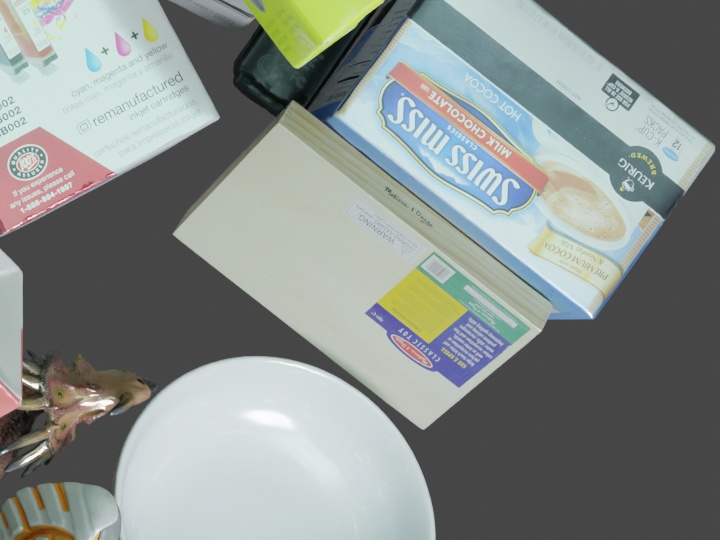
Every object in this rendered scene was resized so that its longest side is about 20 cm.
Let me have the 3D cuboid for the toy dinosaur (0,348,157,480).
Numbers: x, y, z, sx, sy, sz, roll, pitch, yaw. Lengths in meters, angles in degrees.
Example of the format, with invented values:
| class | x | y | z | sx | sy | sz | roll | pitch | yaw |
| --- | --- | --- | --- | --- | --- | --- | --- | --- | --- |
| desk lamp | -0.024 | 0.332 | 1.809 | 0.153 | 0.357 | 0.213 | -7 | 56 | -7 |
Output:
| class | x | y | z | sx | sy | sz | roll | pitch | yaw |
| --- | --- | --- | --- | --- | --- | --- | --- | --- | --- |
| toy dinosaur | -0.224 | 0.104 | 1.626 | 0.200 | 0.135 | 0.086 | -50 | 125 | -10 |

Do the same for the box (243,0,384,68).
| class | x | y | z | sx | sy | sz | roll | pitch | yaw |
| --- | --- | --- | --- | --- | --- | --- | --- | --- | --- |
| box | -0.069 | -0.202 | 1.485 | 0.048 | 0.122 | 0.200 | -37 | 93 | -7 |

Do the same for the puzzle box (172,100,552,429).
| class | x | y | z | sx | sy | sz | roll | pitch | yaw |
| --- | --- | --- | --- | --- | --- | --- | --- | --- | --- |
| puzzle box | 0.000 | 0.000 | 1.698 | 0.200 | 0.133 | 0.025 | 39 | 45 | -9 |

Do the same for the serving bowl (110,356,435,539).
| class | x | y | z | sx | sy | sz | roll | pitch | yaw |
| --- | --- | --- | --- | --- | --- | --- | --- | --- | --- |
| serving bowl | -0.058 | 0.154 | 1.691 | 0.200 | 0.066 | 0.201 | 9 | 63 | -19 |

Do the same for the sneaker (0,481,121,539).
| class | x | y | z | sx | sy | sz | roll | pitch | yaw |
| --- | --- | --- | --- | --- | --- | --- | --- | --- | --- |
| sneaker | -0.182 | 0.191 | 1.641 | 0.077 | 0.200 | 0.078 | 11 | 45 | -31 |

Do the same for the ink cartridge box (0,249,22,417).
| class | x | y | z | sx | sy | sz | roll | pitch | yaw |
| --- | --- | --- | --- | --- | --- | --- | --- | --- | --- |
| ink cartridge box | -0.286 | 0.063 | 1.594 | 0.200 | 0.117 | 0.068 | -30 | 127 | 17 |

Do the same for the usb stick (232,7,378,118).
| class | x | y | z | sx | sy | sz | roll | pitch | yaw |
| --- | --- | --- | --- | --- | --- | --- | --- | --- | --- |
| usb stick | -0.006 | -0.183 | 1.746 | 0.055 | 0.033 | 0.200 | 36 | 81 | -12 |

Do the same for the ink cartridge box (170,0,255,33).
| class | x | y | z | sx | sy | sz | roll | pitch | yaw |
| --- | --- | --- | --- | --- | --- | --- | --- | --- | --- |
| ink cartridge box | -0.063 | -0.228 | 1.651 | 0.084 | 0.200 | 0.145 | 26 | 83 | -7 |

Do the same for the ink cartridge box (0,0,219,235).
| class | x | y | z | sx | sy | sz | roll | pitch | yaw |
| --- | --- | --- | --- | --- | --- | --- | --- | --- | --- |
| ink cartridge box | -0.197 | -0.137 | 1.646 | 0.145 | 0.145 | 0.200 | -29 | 94 | -11 |

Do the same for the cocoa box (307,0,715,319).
| class | x | y | z | sx | sy | sz | roll | pitch | yaw |
| --- | --- | --- | --- | --- | --- | --- | --- | --- | --- |
| cocoa box | 0.083 | -0.078 | 1.710 | 0.200 | 0.133 | 0.131 | 38 | 82 | -8 |
